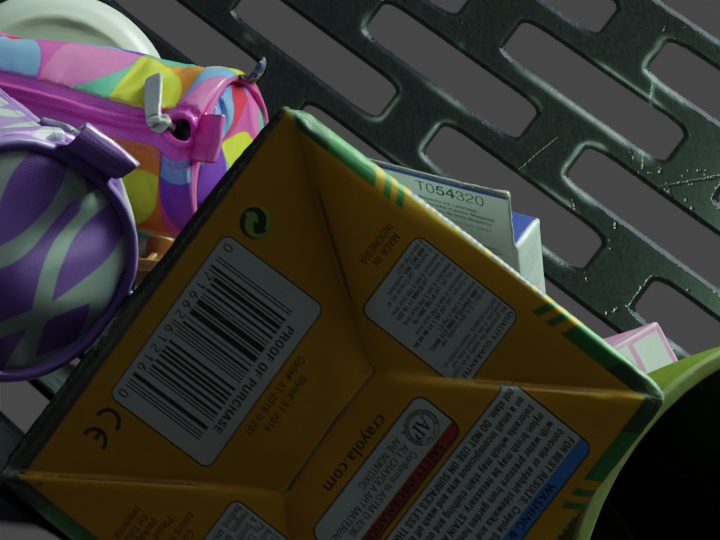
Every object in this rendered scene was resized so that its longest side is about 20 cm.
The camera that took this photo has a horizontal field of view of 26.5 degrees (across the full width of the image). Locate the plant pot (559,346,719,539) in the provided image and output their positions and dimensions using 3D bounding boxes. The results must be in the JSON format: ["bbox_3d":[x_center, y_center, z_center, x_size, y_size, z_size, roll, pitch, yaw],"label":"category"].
[{"bbox_3d":[0.106,0.118,0.540,0.187,0.188,0.200,38,-16,-13],"label":"plant pot"}]

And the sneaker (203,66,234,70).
[{"bbox_3d":[-0.103,-0.035,1.026,0.077,0.202,0.091,-4,7,4],"label":"sneaker"}]

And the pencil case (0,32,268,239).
[{"bbox_3d":[-0.136,-0.067,0.679,0.198,0.089,0.088,12,-10,18],"label":"pencil case"}]

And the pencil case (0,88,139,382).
[{"bbox_3d":[-0.143,-0.039,0.508,0.084,0.086,0.200,26,6,-42],"label":"pencil case"}]

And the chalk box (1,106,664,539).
[{"bbox_3d":[-0.006,0.044,0.476,0.124,0.125,0.200,38,0,2],"label":"chalk box"}]

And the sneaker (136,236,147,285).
[{"bbox_3d":[-0.116,-0.038,0.794,0.077,0.083,0.199,13,-7,-30],"label":"sneaker"}]

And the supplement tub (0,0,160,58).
[{"bbox_3d":[-0.191,-0.100,0.979,0.140,0.141,0.200,38,-1,-10],"label":"supplement tub"}]

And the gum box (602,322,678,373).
[{"bbox_3d":[0.159,0.138,0.838,0.201,0.066,0.113,62,-21,1],"label":"gum box"}]

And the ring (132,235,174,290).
[{"bbox_3d":[-0.062,0.009,0.706,0.198,0.019,0.200,8,-8,1],"label":"ring"}]

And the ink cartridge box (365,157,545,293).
[{"bbox_3d":[0.021,-0.015,0.964,0.195,0.043,0.201,17,-36,23],"label":"ink cartridge box"}]
